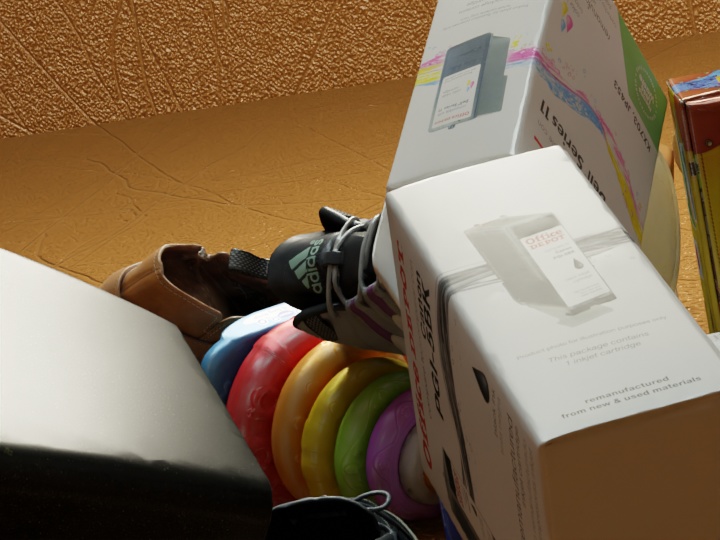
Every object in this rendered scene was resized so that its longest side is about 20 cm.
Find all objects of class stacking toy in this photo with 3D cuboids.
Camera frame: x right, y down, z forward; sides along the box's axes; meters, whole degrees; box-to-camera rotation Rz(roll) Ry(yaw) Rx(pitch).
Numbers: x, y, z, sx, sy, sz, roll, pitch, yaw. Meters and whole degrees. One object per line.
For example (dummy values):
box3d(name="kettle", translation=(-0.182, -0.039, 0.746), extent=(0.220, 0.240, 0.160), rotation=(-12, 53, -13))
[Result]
box3d(name="stacking toy", translation=(0.016, 0.089, 1.400), extent=(0.116, 0.110, 0.200), rotation=(-18, 23, -36))

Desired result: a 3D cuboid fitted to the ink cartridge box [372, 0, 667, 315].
box3d(name="ink cartridge box", translation=(0.074, -0.042, 1.227), extent=(0.067, 0.117, 0.201), rotation=(-14, 40, 28))

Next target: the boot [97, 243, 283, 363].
box3d(name="boot", translation=(-0.086, 0.048, 1.525), extent=(0.199, 0.074, 0.155), rotation=(7, -35, -46))

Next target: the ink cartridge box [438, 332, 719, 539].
box3d(name="ink cartridge box", translation=(0.133, 0.084, 1.250), extent=(0.199, 0.095, 0.044), rotation=(-11, 10, -2))

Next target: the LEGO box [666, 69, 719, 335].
box3d(name="LEGO box", translation=(0.234, -0.001, 1.304), extent=(0.148, 0.201, 0.077), rotation=(-10, 10, 4))

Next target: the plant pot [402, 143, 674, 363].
box3d(name="plant pot", translation=(0.101, -0.003, 1.539), extent=(0.139, 0.201, 0.200), rotation=(3, 12, 9))

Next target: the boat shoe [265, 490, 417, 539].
box3d(name="boat shoe", translation=(-0.014, 0.130, 1.257), extent=(0.074, 0.063, 0.200), rotation=(-12, 8, 9))

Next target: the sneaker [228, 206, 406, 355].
box3d(name="sneaker", translation=(0.000, 0.000, 1.337), extent=(0.139, 0.078, 0.200), rotation=(11, -19, 14))

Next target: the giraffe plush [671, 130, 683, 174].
box3d(name="giraffe plush", translation=(0.230, -0.006, 1.447), extent=(0.172, 0.163, 0.200), rotation=(-11, 10, 4))

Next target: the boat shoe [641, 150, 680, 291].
box3d(name="boat shoe", translation=(0.117, 0.025, 1.412), extent=(0.059, 0.201, 0.072), rotation=(-13, -33, 41))

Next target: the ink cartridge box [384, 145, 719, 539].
box3d(name="ink cartridge box", translation=(0.081, 0.064, 1.089), extent=(0.082, 0.147, 0.200), rotation=(-15, 31, -10))

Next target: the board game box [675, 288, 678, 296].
box3d(name="board game box", translation=(0.124, 0.035, 1.720), extent=(0.126, 0.035, 0.200), rotation=(-9, 10, 15))

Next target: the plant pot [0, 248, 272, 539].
box3d(name="plant pot", translation=(-0.148, 0.102, 1.088), extent=(0.177, 0.201, 0.200), rotation=(3, 28, -27))
